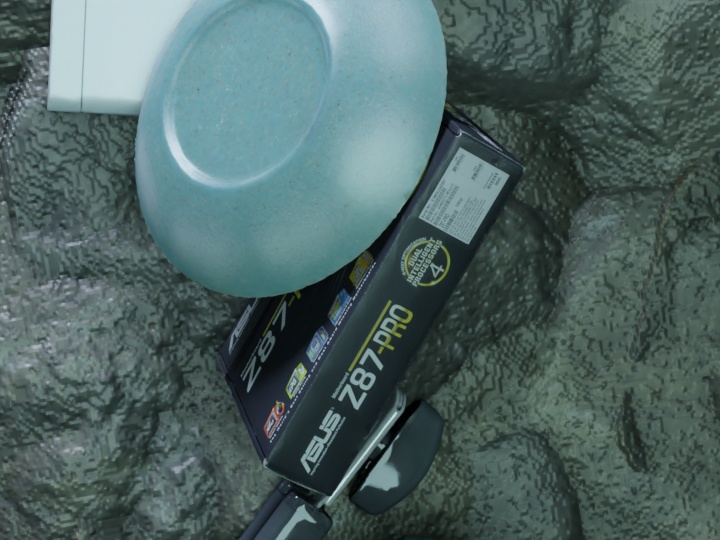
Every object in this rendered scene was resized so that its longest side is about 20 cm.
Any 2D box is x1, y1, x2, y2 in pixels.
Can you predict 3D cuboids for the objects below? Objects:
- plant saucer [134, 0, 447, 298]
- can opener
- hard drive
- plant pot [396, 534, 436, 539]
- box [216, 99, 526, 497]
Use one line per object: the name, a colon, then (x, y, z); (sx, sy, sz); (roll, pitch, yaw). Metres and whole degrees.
plant saucer: (-0.050, -0.087, 1.013); (0.039, 0.200, 0.202); (26, 93, -53)
can opener: (-0.029, 0.150, 1.129); (0.066, 0.053, 0.200); (41, 90, -11)
hard drive: (-0.074, -0.151, 1.103); (0.198, 0.027, 0.133); (2, 96, -9)
plant pot: (0.038, 0.246, 1.085); (0.201, 0.201, 0.161); (-45, 87, -1)
box: (0.000, 0.000, 1.049); (0.049, 0.161, 0.201); (27, 101, -19)
